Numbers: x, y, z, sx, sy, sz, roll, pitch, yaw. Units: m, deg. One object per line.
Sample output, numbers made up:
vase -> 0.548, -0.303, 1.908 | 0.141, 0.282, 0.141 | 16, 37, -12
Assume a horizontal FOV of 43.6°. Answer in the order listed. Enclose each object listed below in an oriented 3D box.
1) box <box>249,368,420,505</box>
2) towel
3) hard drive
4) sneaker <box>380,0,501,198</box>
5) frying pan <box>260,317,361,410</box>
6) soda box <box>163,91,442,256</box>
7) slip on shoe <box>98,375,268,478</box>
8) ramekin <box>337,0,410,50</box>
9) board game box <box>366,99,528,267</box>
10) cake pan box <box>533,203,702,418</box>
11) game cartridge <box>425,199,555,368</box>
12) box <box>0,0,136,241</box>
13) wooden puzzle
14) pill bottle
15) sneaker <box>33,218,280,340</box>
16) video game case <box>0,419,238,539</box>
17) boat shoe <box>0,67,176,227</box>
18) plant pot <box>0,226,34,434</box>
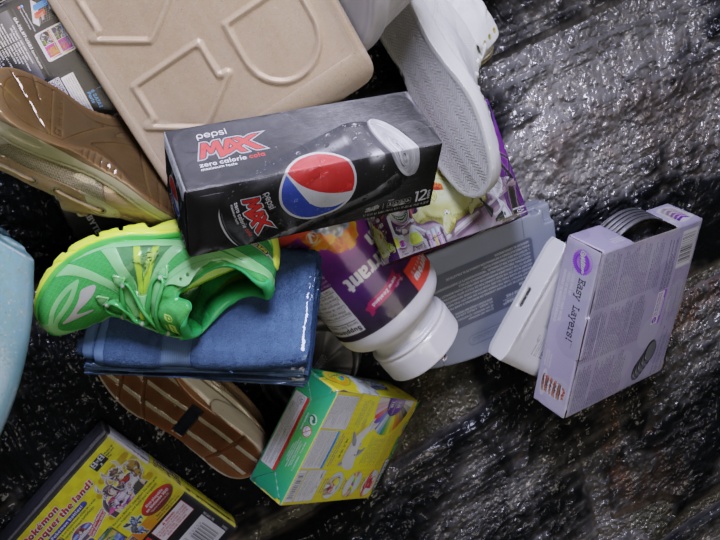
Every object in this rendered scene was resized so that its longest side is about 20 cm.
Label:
box -> -0.014, 0.162, 0.876 | 0.199, 0.048, 0.119 | 23, 96, -59
towel -> -0.128, 0.033, 0.734 | 0.195, 0.114, 0.049 | 1, 155, 11
hard drive -> 0.224, 0.057, 0.970 | 0.198, 0.027, 0.134 | 25, 95, -47
sneaker -> 0.095, -0.171, 0.796 | 0.114, 0.073, 0.204 | -22, 88, -42
frying pan -> -0.061, 0.061, 0.869 | 0.114, 0.031, 0.192 | -36, 121, -13
soda box -> -0.042, -0.074, 0.668 | 0.196, 0.071, 0.064 | -14, 140, -19
slip on shoe -> -0.160, 0.105, 0.819 | 0.199, 0.061, 0.076 | 40, 115, -13
ramekin -> -0.023, -0.273, 0.683 | 0.094, 0.201, 0.205 | -38, 119, -21
board game box -> 0.071, -0.085, 0.811 | 0.198, 0.032, 0.122 | -19, 85, -45
cake pan box -> 0.273, 0.037, 0.949 | 0.182, 0.052, 0.204 | -18, 125, -38
game cartridge -> 0.119, 0.021, 0.937 | 0.196, 0.040, 0.136 | -21, 111, -18
box -> -0.186, -0.151, 0.724 | 0.196, 0.050, 0.203 | -32, 118, -13
wooden puzzle -> -0.112, -0.184, 0.666 | 0.183, 0.046, 0.202 | -30, 109, 8
pill bottle -> 0.000, 0.000, 0.810 | 0.111, 0.111, 0.201 | -42, 109, -7
sneaker -> -0.155, 0.012, 0.681 | 0.196, 0.085, 0.075 | -17, 148, 1
video game case -> -0.243, 0.268, 0.850 | 0.201, 0.025, 0.181 | -48, 120, -4
boat shoe -> -0.204, -0.078, 0.682 | 0.064, 0.072, 0.198 | -32, 135, 29
plant pot -> -0.339, 0.040, 0.638 | 0.195, 0.195, 0.203 | 33, 83, -30
